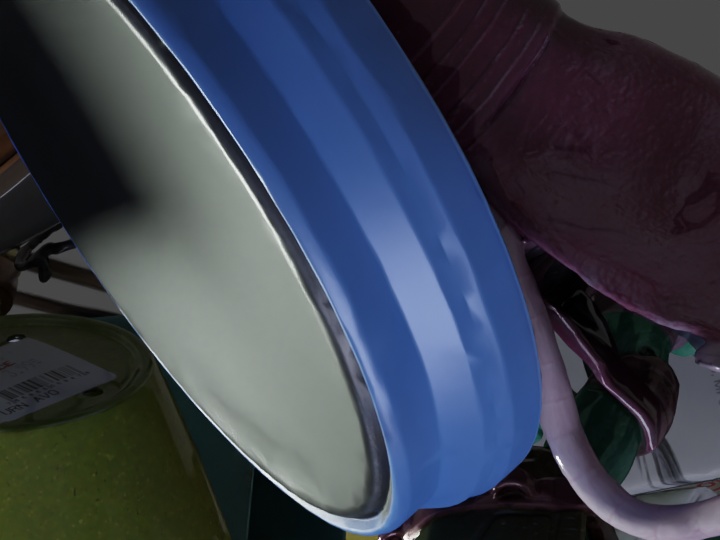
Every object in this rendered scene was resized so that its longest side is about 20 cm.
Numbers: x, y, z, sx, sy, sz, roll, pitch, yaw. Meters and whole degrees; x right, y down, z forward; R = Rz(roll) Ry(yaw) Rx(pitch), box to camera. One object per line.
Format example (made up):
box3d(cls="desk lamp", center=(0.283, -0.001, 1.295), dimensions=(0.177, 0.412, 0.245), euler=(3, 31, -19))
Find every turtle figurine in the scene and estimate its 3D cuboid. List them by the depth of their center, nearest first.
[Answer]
box3d(cls="turtle figurine", center=(0.051, 0.087, 0.548), dimensions=(0.149, 0.201, 0.101), euler=(-16, 129, 25))

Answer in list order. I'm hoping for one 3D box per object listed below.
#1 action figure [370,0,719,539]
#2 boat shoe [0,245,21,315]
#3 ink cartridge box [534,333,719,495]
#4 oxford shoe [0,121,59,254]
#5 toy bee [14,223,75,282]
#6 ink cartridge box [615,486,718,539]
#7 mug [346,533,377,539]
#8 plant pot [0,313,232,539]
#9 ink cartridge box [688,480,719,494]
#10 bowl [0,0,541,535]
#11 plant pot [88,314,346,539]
box3d(cls="action figure", center=(0.019, -0.041, 0.494), dimensions=(0.200, 0.149, 0.134), euler=(40, 138, -14))
box3d(cls="boat shoe", center=(-0.185, 0.034, 0.818), dimensions=(0.071, 0.068, 0.200), euler=(13, 156, -30))
box3d(cls="ink cartridge box", center=(0.116, 0.030, 0.722), dimensions=(0.199, 0.084, 0.146), euler=(-17, 172, 39))
box3d(cls="oxford shoe", center=(-0.134, -0.031, 0.655), dimensions=(0.199, 0.072, 0.071), euler=(-30, 173, 28))
box3d(cls="toy bee", center=(0.000, 0.000, 0.665), dimensions=(0.131, 0.109, 0.199), euler=(-39, -164, -33))
box3d(cls="ink cartridge box", center=(0.119, 0.163, 0.833), dimensions=(0.147, 0.086, 0.200), euler=(36, 159, -12))
box3d(cls="mug", center=(0.081, 0.158, 1.015), dimensions=(0.153, 0.187, 0.150), euler=(-29, 101, 40))
box3d(cls="plant pot", center=(-0.109, 0.124, 0.714), dimensions=(0.185, 0.202, 0.187), euler=(0, -159, 0))
box3d(cls="ink cartridge box", center=(0.207, 0.123, 0.917), dimensions=(0.116, 0.068, 0.199), euler=(-13, -168, -37))
box3d(cls="bowl", center=(-0.036, -0.024, 0.497), dimensions=(0.039, 0.201, 0.201), euler=(-35, 168, -17))
box3d(cls="plant pot", center=(-0.119, 0.104, 0.909), dimensions=(0.198, 0.143, 0.141), euler=(-2, 160, 15))
